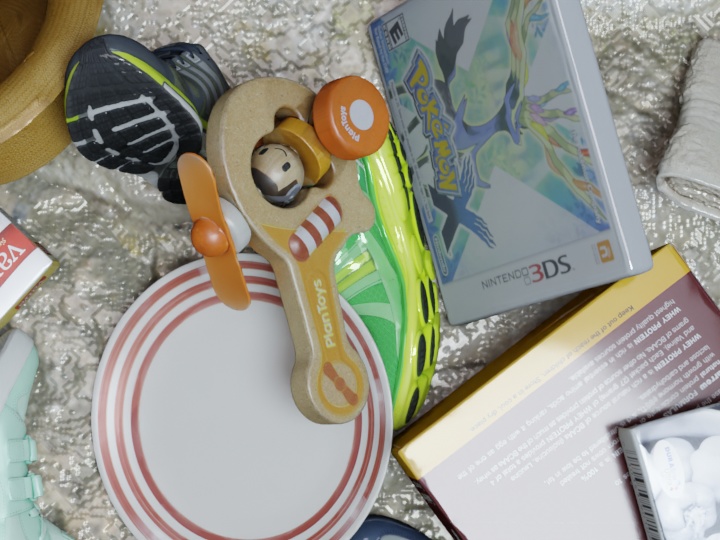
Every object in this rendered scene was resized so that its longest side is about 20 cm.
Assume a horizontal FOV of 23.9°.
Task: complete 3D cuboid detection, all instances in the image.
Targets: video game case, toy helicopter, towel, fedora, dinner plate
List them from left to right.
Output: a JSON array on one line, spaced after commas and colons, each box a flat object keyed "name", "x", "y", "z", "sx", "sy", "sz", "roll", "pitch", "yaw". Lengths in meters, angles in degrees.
[{"name": "fedora", "x": -0.218, "y": -0.113, "z": 1.010, "sx": 0.200, "sy": 0.082, "sz": 0.201, "roll": -16, "pitch": 46, "yaw": 17}, {"name": "dinner plate", "x": -0.071, "y": 0.090, "z": 1.032, "sx": 0.199, "sy": 0.024, "sz": 0.201, "roll": -1, "pitch": 86, "yaw": 20}, {"name": "toy helicopter", "x": -0.040, "y": -0.009, "z": 0.958, "sx": 0.132, "sy": 0.079, "sz": 0.201, "roll": -14, "pitch": 91, "yaw": -43}, {"name": "video game case", "x": 0.082, "y": -0.078, "z": 1.002, "sx": 0.022, "sy": 0.182, "sz": 0.201, "roll": -13, "pitch": 86, "yaw": -32}, {"name": "towel", "x": 0.286, "y": -0.064, "z": 1.049, "sx": 0.199, "sy": 0.035, "sz": 0.133, "roll": 22, "pitch": 51, "yaw": 1}]

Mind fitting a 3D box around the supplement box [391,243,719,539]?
[{"name": "supplement box", "x": 0.153, "y": 0.126, "z": 1.008, "sx": 0.197, "sy": 0.133, "sz": 0.200, "roll": -37, "pitch": 88, "yaw": -4}]

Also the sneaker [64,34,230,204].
[{"name": "sneaker", "x": -0.118, "y": -0.099, "z": 0.991, "sx": 0.074, "sy": 0.200, "sz": 0.081, "roll": -14, "pitch": 73, "yaw": 11}]

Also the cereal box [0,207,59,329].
[{"name": "cereal box", "x": -0.305, "y": -0.020, "z": 1.046, "sx": 0.200, "sy": 0.040, "sz": 0.144, "roll": 42, "pitch": 86, "yaw": 1}]

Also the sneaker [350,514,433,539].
[{"name": "sneaker", "x": 0.061, "y": 0.225, "z": 1.023, "sx": 0.200, "sy": 0.082, "sz": 0.070, "roll": 44, "pitch": 86, "yaw": 1}]

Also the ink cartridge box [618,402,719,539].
[{"name": "ink cartridge box", "x": 0.261, "y": 0.154, "z": 0.923, "sx": 0.199, "sy": 0.043, "sz": 0.199, "roll": -15, "pitch": 88, "yaw": -5}]

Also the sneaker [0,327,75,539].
[{"name": "sneaker", "x": -0.200, "y": 0.143, "z": 1.033, "sx": 0.118, "sy": 0.074, "sz": 0.201, "roll": 20, "pitch": 72, "yaw": -23}]

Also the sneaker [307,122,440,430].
[{"name": "sneaker", "x": 0.000, "y": 0.000, "z": 1.049, "sx": 0.083, "sy": 0.074, "sz": 0.201, "roll": -12, "pitch": 84, "yaw": 15}]

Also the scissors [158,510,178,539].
[{"name": "scissors", "x": -0.159, "y": 0.243, "z": 1.047, "sx": 0.073, "sy": 0.014, "sz": 0.201, "roll": 8, "pitch": 87, "yaw": 0}]
